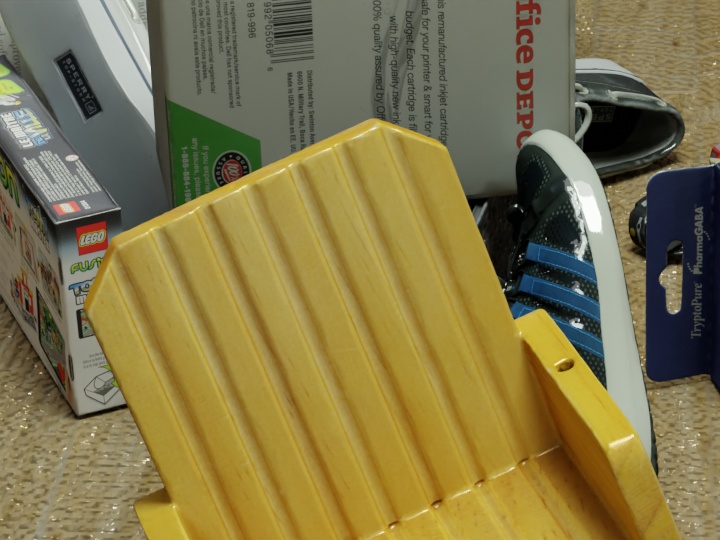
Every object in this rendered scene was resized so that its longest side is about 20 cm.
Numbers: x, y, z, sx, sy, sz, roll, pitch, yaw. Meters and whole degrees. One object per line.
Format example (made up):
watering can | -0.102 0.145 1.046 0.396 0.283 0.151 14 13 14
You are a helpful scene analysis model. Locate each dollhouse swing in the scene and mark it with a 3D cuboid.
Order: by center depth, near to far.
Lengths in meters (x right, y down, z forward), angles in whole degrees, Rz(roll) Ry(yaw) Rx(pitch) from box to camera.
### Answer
dollhouse swing | 0.003 0.068 1.136 0.199 0.177 0.182 -24 32 -6

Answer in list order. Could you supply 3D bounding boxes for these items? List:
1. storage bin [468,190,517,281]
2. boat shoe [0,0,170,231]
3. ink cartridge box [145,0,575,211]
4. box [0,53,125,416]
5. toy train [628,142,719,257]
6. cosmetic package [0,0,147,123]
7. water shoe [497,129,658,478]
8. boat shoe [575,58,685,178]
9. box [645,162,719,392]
storage bin | 0.000 0.000 1.389 0.134 0.094 0.200 5 30 14
boat shoe | -0.121 -0.085 1.463 0.073 0.201 0.065 -16 8 34
ink cartridge box | -0.001 -0.108 1.339 0.198 0.148 0.083 -6 30 -8
box | -0.165 -0.022 1.424 0.034 0.111 0.200 -13 31 -19
toy train | 0.216 -0.058 1.535 0.046 0.034 0.199 9 30 45
cosmetic package | -0.181 -0.146 1.586 0.198 0.168 0.167 -8 28 -11
water shoe | 0.083 0.025 1.277 0.078 0.072 0.201 -7 63 -7
boat shoe | 0.096 -0.073 1.523 0.198 0.074 0.068 -3 26 -41
box | 0.237 -0.003 1.343 0.198 0.122 0.032 -8 30 -9
